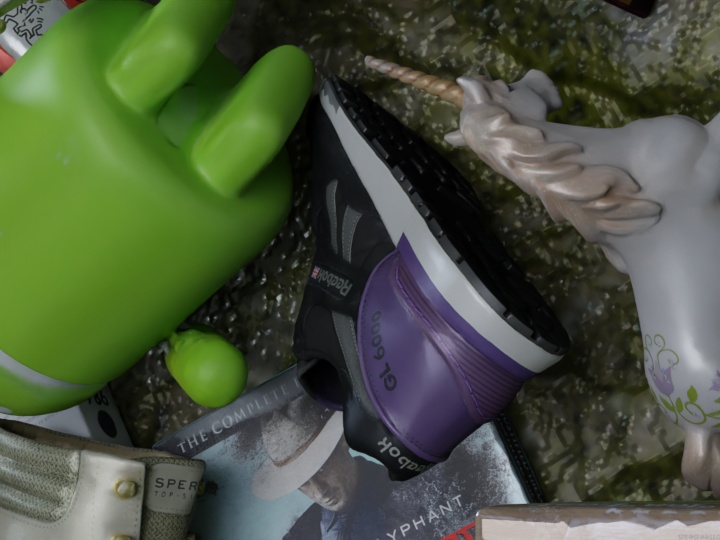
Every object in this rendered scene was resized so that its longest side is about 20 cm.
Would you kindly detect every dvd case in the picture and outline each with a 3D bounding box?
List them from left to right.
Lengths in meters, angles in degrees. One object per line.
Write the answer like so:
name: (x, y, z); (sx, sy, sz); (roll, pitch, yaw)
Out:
dvd case: (0.014, 0.128, 0.968); (0.146, 0.022, 0.201); (-29, 73, 21)

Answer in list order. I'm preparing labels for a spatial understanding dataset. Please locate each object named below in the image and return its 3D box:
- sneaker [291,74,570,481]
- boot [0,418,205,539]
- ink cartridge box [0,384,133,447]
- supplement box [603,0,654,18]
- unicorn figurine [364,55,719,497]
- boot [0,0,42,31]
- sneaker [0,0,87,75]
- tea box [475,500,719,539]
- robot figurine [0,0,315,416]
sneaker: (0.000, 0.000, 0.910); (0.088, 0.076, 0.200); (-48, 29, 12)
boot: (-0.080, 0.149, 0.947); (0.199, 0.072, 0.156); (16, 90, 26)
ink cartridge box: (-0.130, 0.115, 1.031); (0.099, 0.039, 0.201); (-30, 75, 21)
supplement box: (0.099, -0.206, 0.904); (0.085, 0.110, 0.201); (31, 100, 25)
unicorn figurine: (0.112, -0.015, 0.858); (0.074, 0.137, 0.201); (-30, 83, 61)
boot: (-0.082, -0.135, 0.859); (0.154, 0.072, 0.200); (-31, 31, -9)
sneaker: (-0.128, -0.151, 1.036); (0.108, 0.067, 0.202); (-48, 65, 18)
tea box: (0.158, 0.140, 0.789); (0.199, 0.197, 0.135); (-2, 85, 20)
robot figurine: (-0.106, -0.024, 0.950); (0.175, 0.116, 0.200); (43, 118, -14)
